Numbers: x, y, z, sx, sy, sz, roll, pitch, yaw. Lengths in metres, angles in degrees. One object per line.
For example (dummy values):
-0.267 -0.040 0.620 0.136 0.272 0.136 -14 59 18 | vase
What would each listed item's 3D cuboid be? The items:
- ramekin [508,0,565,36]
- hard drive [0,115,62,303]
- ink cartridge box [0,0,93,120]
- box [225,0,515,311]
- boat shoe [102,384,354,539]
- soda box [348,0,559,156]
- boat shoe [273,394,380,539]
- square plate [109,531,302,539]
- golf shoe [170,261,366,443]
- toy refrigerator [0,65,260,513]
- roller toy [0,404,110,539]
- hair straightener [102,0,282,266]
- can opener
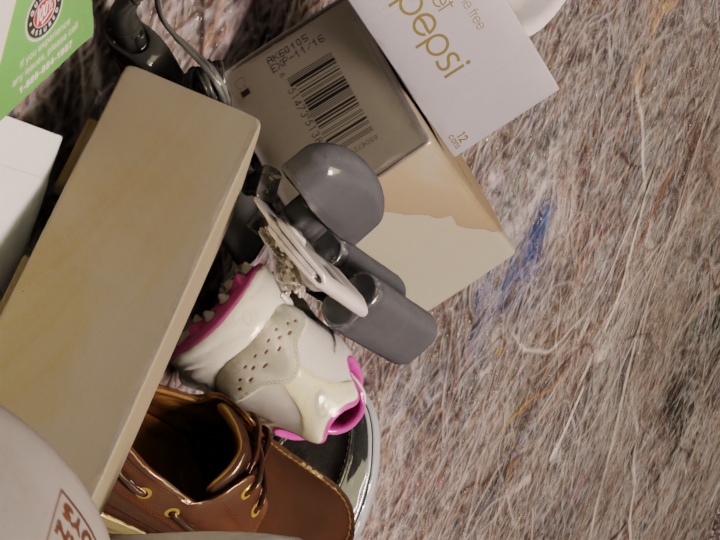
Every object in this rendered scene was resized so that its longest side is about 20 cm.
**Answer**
0.066 -0.230 1.150 0.201 0.097 0.202 -52 152 -42 | ramekin
-0.181 0.031 0.840 0.132 0.026 0.202 18 90 -70 | hard drive
-0.156 -0.130 0.673 0.146 0.084 0.201 -51 152 -44 | ink cartridge box
0.008 -0.050 1.132 0.077 0.095 0.200 -32 160 6 | box
-0.070 0.094 0.996 0.199 0.067 0.073 26 47 -40 | boat shoe
0.017 -0.148 1.014 0.063 0.068 0.200 -32 133 6 | soda box
-0.047 0.151 1.231 0.201 0.072 0.071 -65 164 -9 | boat shoe
-0.143 0.171 0.865 0.029 0.197 0.200 58 47 -28 | square plate
-0.040 0.049 1.079 0.075 0.091 0.200 -49 178 1 | golf shoe
-0.110 0.021 0.896 0.076 0.069 0.201 113 0 -57 | toy refrigerator
-0.169 0.120 0.693 0.140 0.199 0.183 -78 -166 -48 | roller toy
-0.063 -0.064 0.986 0.041 0.076 0.201 -55 156 -25 | hair straightener
0.000 0.000 1.029 0.066 0.053 0.200 -39 160 1 | can opener
